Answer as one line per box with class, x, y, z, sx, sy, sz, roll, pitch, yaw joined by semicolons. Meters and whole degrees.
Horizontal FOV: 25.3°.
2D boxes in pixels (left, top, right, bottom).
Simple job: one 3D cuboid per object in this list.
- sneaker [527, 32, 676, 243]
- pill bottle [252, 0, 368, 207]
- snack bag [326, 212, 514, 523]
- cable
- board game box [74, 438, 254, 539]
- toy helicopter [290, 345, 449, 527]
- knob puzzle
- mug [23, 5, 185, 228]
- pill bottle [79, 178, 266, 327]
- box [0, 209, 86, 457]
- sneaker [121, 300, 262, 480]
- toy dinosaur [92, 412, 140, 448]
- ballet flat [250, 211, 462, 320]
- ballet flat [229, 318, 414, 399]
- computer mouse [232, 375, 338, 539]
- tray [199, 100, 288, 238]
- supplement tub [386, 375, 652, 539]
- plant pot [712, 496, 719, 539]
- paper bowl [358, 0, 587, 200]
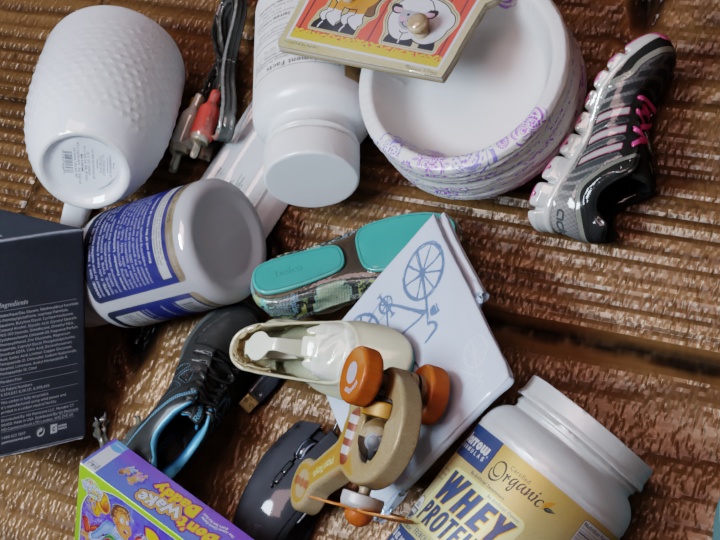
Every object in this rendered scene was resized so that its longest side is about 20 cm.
sneaker;0.229;-0.107;1.389;0.087;0.074;0.201;31;88;31
pill bottle;-0.045;-0.167;1.503;0.113;0.114;0.202;-13;56;20
snack bag;0.044;0.079;1.344;0.189;0.021;0.201;-49;42;24
cable;-0.147;-0.195;1.602;0.097;0.050;0.203;-16;61;61
board game box;-0.158;0.253;1.371;0.199;0.136;0.045;31;41;25
toy helicopter;-0.005;0.158;1.300;0.200;0.078;0.134;-43;38;50
knob puzzle;0.038;-0.269;1.445;0.217;0.031;0.222;-11;55;15
mug;-0.259;-0.128;1.567;0.146;0.201;0.176;15;38;-9
pill bottle;-0.194;-0.010;1.503;0.198;0.115;0.117;-14;63;37
box;-0.341;0.054;1.501;0.147;0.106;0.203;13;107;44
sneaker;-0.141;0.115;1.443;0.201;0.073;0.082;-59;18;-18
toy dinosaur;-0.215;0.187;1.491;0.087;0.047;0.202;19;81;23
ballet flat;0.000;0.000;1.452;0.197;0.074;0.075;-13;64;8
ballet flat;-0.041;0.071;1.376;0.199;0.069;0.070;-1;67;48
computer mouse;-0.074;0.161;1.432;0.140;0.046;0.201;35;86;32
tray;-0.117;-0.081;1.570;0.107;0.022;0.201;29;83;33
supplement tub;0.123;0.198;1.267;0.144;0.144;0.201;37;87;32
plant pot;0.339;0.190;1.143;0.198;0.188;0.202;-10;64;21
paper bowl;0.106;-0.159;1.448;0.198;0.104;0.203;-10;66;22
